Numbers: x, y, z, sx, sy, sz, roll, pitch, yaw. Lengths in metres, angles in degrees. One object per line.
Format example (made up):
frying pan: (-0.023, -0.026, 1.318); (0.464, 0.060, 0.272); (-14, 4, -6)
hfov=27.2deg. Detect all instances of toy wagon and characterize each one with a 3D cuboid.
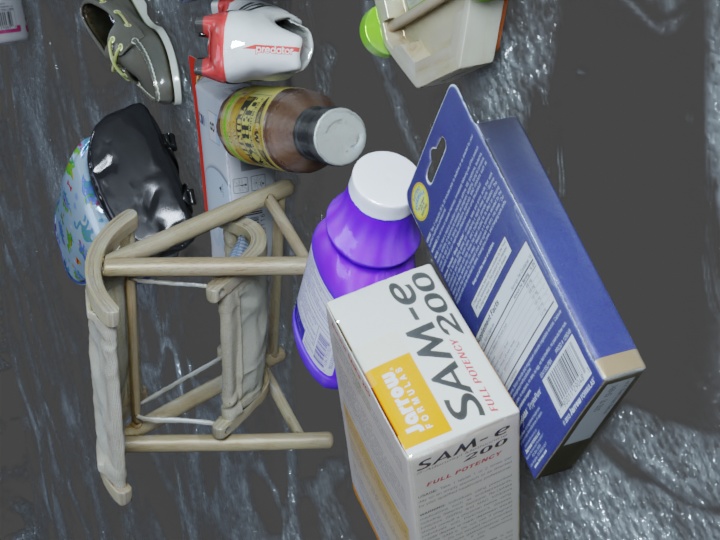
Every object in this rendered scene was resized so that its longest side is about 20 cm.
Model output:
toy wagon: (0.032, -0.210, 0.849); (0.155, 0.039, 0.201); (169, 89, -69)

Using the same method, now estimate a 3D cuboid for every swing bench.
swing bench: (-0.130, 0.055, 1.205); (0.130, 0.199, 0.200); (-124, 30, -45)

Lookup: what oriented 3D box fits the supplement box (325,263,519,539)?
supplement box: (0.042, 0.113, 0.921); (0.201, 0.073, 0.126); (83, 162, -49)

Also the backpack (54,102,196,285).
backpack: (-0.253, -0.059, 1.578); (0.200, 0.153, 0.164); (116, 132, -78)

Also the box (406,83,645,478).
box: (0.087, 0.002, 0.846); (0.121, 0.032, 0.201); (111, 140, -56)

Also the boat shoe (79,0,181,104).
boat shoe: (-0.232, -0.225, 1.514); (0.202, 0.060, 0.072); (-125, 30, -46)

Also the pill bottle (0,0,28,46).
pill bottle: (-0.557, -0.428, 2.174); (0.113, 0.113, 0.202); (-169, 69, -68)

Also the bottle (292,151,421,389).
bottle: (0.000, 0.000, 1.025); (0.201, 0.065, 0.084); (106, 145, -51)

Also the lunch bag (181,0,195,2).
lunch bag: (-0.125, -0.305, 1.138); (0.160, 0.075, 0.201); (174, 84, -81)

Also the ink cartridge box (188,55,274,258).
ink cartridge box: (-0.131, -0.097, 1.339); (0.200, 0.047, 0.161); (-145, 47, -58)

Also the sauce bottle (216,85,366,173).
sauce bottle: (-0.051, -0.105, 1.104); (0.200, 0.064, 0.065); (-165, 64, -67)

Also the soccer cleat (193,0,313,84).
soccer cleat: (-0.077, -0.173, 1.136); (0.200, 0.085, 0.069); (-90, 4, -79)
